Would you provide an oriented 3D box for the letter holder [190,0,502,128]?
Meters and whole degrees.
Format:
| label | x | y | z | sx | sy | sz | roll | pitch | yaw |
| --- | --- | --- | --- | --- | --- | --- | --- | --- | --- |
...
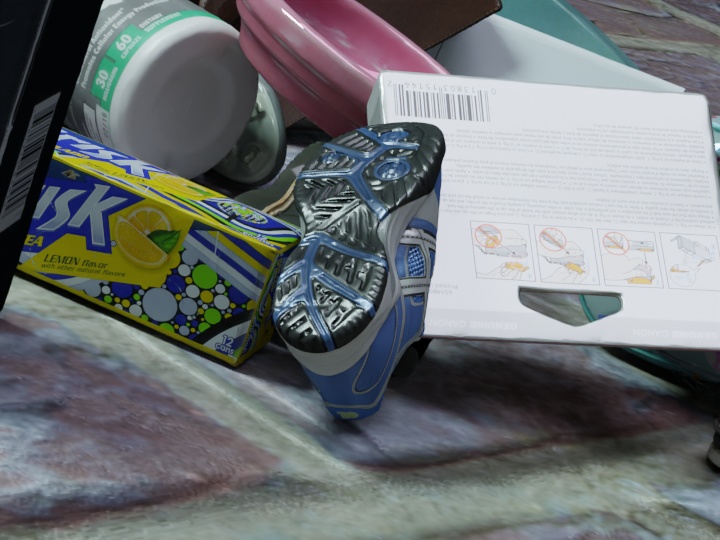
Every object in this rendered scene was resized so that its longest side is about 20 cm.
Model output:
| label | x | y | z | sx | sy | sz | roll | pitch | yaw |
| --- | --- | --- | --- | --- | --- | --- | --- | --- | --- |
| letter holder | -0.023 | -0.216 | 1.805 | 0.200 | 0.142 | 0.101 | -30 | 32 | -9 |

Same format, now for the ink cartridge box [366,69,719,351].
| label | x | y | z | sx | sy | sz | roll | pitch | yaw |
| --- | --- | --- | --- | --- | --- | --- | --- | --- | --- |
| ink cartridge box | 0.108 | -0.025 | 1.412 | 0.200 | 0.045 | 0.176 | 3 | 60 | -12 |

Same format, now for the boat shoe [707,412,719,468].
| label | x | y | z | sx | sy | sz | roll | pitch | yaw |
| --- | --- | --- | --- | --- | --- | --- | --- | --- | --- |
| boat shoe | 0.299 | 0.114 | 1.424 | 0.200 | 0.057 | 0.067 | 18 | 16 | -5 |

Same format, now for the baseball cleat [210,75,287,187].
| label | x | y | z | sx | sy | sz | roll | pitch | yaw |
| --- | --- | --- | --- | --- | --- | --- | --- | --- | --- |
| baseball cleat | -0.092 | -0.116 | 1.701 | 0.200 | 0.070 | 0.106 | 53 | 8 | 37 |

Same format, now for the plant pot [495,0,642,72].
| label | x | y | z | sx | sy | sz | roll | pitch | yaw |
| --- | --- | --- | --- | --- | --- | --- | --- | --- | --- |
| plant pot | 0.120 | -0.159 | 1.953 | 0.200 | 0.141 | 0.141 | 34 | 8 | 14 |

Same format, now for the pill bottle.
| label | x | y | z | sx | sy | sz | roll | pitch | yaw |
| --- | --- | --- | --- | --- | --- | --- | --- | --- | --- |
| pill bottle | -0.168 | -0.145 | 1.623 | 0.113 | 0.113 | 0.200 | 3 | 22 | -46 |

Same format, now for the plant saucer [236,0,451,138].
| label | x | y | z | sx | sy | sz | roll | pitch | yaw |
| --- | --- | --- | --- | --- | --- | --- | --- | --- | --- |
| plant saucer | -0.001 | -0.119 | 1.555 | 0.200 | 0.051 | 0.201 | 34 | 15 | -10 |

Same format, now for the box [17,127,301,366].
| label | x | y | z | sx | sy | sz | roll | pitch | yaw |
| --- | --- | --- | --- | --- | --- | --- | --- | --- | --- |
| box | -0.135 | -0.024 | 1.337 | 0.200 | 0.070 | 0.064 | 23 | 15 | 10 |

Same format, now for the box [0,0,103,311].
| label | x | y | z | sx | sy | sz | roll | pitch | yaw |
| --- | --- | --- | --- | --- | --- | --- | --- | --- | --- |
| box | -0.247 | -0.089 | 1.184 | 0.196 | 0.200 | 0.124 | 21 | 14 | 3 |

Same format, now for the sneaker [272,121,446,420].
| label | x | y | z | sx | sy | sz | roll | pitch | yaw |
| --- | --- | --- | --- | --- | --- | --- | --- | --- | --- |
| sneaker | 0.002 | -0.005 | 1.318 | 0.076 | 0.077 | 0.200 | 0 | 41 | 21 |

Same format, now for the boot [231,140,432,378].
| label | x | y | z | sx | sy | sz | roll | pitch | yaw |
| --- | --- | --- | --- | --- | --- | --- | --- | --- | --- |
| boot | 0.000 | 0.000 | 1.443 | 0.138 | 0.078 | 0.200 | 28 | 29 | 11 |

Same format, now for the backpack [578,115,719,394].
| label | x | y | z | sx | sy | sz | roll | pitch | yaw |
| --- | --- | --- | --- | --- | --- | --- | --- | --- | --- |
| backpack | 0.232 | -0.011 | 1.547 | 0.200 | 0.176 | 0.153 | 17 | 14 | 29 |

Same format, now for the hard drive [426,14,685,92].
| label | x | y | z | sx | sy | sz | roll | pitch | yaw |
| --- | --- | --- | --- | --- | --- | --- | --- | --- | --- |
| hard drive | 0.125 | -0.112 | 1.852 | 0.200 | 0.132 | 0.027 | 22 | -17 | 8 |
